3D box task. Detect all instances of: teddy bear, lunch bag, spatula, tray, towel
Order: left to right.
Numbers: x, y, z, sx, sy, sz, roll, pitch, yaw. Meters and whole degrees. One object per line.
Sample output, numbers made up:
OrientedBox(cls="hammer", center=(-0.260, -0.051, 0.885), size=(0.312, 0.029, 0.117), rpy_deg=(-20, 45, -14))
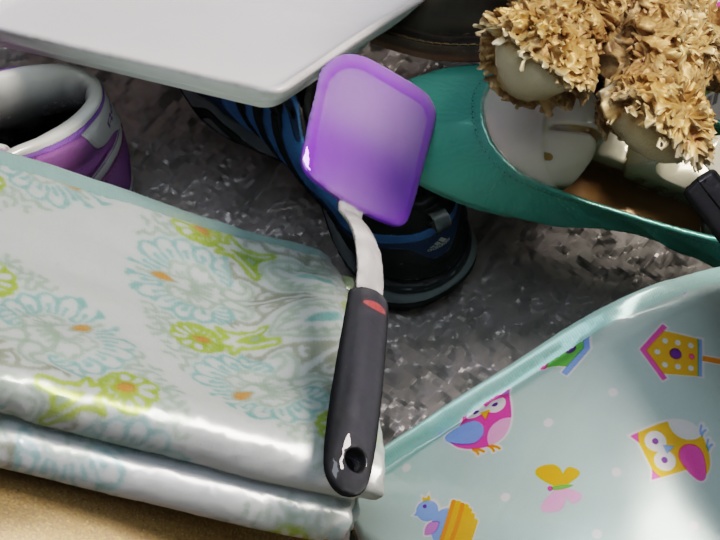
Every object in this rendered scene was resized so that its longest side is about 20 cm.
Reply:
OrientedBox(cls="towel", center=(-0.089, 0.023, 1.025), size=(0.199, 0.048, 0.171), rpy_deg=(14, 25, -12))
OrientedBox(cls="tray", center=(-0.080, -0.105, 1.129), size=(0.200, 0.022, 0.107), rpy_deg=(15, 36, 33))
OrientedBox(cls="spatula", center=(0.000, 0.000, 1.010), size=(0.056, 0.021, 0.200), rpy_deg=(29, 43, -27))
OrientedBox(cls="teddy bear", center=(0.103, -0.110, 1.055), size=(0.145, 0.067, 0.200), rpy_deg=(31, 31, 11))
OrientedBox(cls="lunch bag", center=(0.112, 0.110, 1.055), size=(0.200, 0.122, 0.171), rpy_deg=(-30, 65, -7))

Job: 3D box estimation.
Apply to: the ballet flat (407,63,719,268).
OrientedBox(cls="ballet flat", center=(0.107, -0.049, 1.090), size=(0.199, 0.070, 0.068), rpy_deg=(17, 64, -8))

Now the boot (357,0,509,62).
OrientedBox(cls="boot", center=(0.016, -0.155, 1.154), size=(0.075, 0.097, 0.200), rpy_deg=(-11, 27, -32))

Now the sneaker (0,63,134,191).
OrientedBox(cls="sneaker", center=(-0.187, -0.019, 1.127), size=(0.200, 0.114, 0.073), rpy_deg=(-38, 70, -16))

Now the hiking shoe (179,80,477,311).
OrientedBox(cls="hiking shoe", center=(-0.018, -0.078, 1.168), size=(0.074, 0.087, 0.200), rpy_deg=(-38, 69, -17))

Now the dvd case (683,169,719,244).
OrientedBox(cls="dvd case", center=(0.193, 0.047, 1.031), size=(0.018, 0.200, 0.143), rpy_deg=(-39, 63, 7))

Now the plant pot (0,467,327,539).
OrientedBox(cls="plant pot", center=(-0.117, 0.126, 1.032), size=(0.199, 0.187, 0.187), rpy_deg=(-11, 62, -21))

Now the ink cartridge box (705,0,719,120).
OrientedBox(cls="ink cartridge box", center=(0.118, -0.153, 1.211), size=(0.148, 0.076, 0.200), rpy_deg=(-27, 67, -13))
